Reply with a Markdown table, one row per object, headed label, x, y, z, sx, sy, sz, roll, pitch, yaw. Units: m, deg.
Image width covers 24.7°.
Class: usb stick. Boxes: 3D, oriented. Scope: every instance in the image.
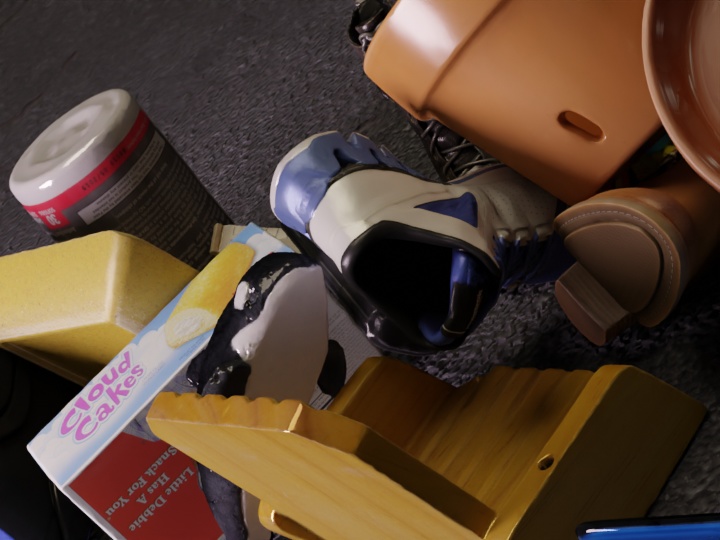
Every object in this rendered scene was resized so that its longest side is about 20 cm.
| label | x | y | z | sx | sy | sz | roll | pitch | yaw |
| --- | --- | --- | --- | --- | --- | --- | --- | --- | --- |
| usb stick | 0.000 | 0.000 | 0.994 | 0.200 | 0.055 | 0.033 | -131 | 48 | -62 |

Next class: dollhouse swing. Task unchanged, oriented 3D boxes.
| label | x | y | z | sx | sy | sz | roll | pitch | yaw |
| --- | --- | --- | --- | --- | --- | --- | --- | --- | --- |
| dollhouse swing | 0.026 | 0.068 | 0.849 | 0.200 | 0.176 | 0.182 | -2 | 43 | 52 |

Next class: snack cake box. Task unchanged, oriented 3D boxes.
| label | x | y | z | sx | sy | sz | roll | pitch | yaw |
| --- | --- | --- | --- | --- | --- | --- | --- | --- | --- |
| snack cake box | -0.091 | 0.085 | 1.024 | 0.200 | 0.115 | 0.067 | -45 | 34 | -9 |

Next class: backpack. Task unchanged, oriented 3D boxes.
| label | x | y | z | sx | sy | sz | roll | pitch | yaw |
| --- | --- | --- | --- | --- | --- | --- | --- | --- | --- |
| backpack | -0.277 | 0.132 | 1.154 | 0.167 | 0.163 | 0.200 | -29 | 28 | 25 |

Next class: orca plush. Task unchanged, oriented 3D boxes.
| label | x | y | z | sx | sy | sz | roll | pitch | yaw |
| --- | --- | --- | --- | --- | --- | --- | --- | --- | --- |
| orca plush | -0.066 | 0.074 | 0.952 | 0.105 | 0.201 | 0.071 | -27 | 41 | -34 |

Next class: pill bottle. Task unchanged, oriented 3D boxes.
| label | x | y | z | sx | sy | sz | roll | pitch | yaw |
| --- | --- | --- | --- | --- | --- | --- | --- | --- | --- |
| pill bottle | -0.153 | -0.024 | 1.202 | 0.110 | 0.200 | 0.111 | -30 | 26 | 16 |

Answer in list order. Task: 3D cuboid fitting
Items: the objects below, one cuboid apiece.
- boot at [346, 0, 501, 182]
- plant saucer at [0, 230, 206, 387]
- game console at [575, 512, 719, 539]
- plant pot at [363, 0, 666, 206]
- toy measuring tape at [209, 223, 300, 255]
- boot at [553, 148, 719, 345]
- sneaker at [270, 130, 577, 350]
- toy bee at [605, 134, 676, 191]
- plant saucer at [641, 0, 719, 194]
| label | x | y | z | sx | sy | sz | roll | pitch | yaw |
| --- | --- | --- | --- | --- | --- | --- | --- | --- | --- |
| boot | 0.051 | -0.093 | 1.080 | 0.069 | 0.174 | 0.200 | -35 | 25 | 6 |
| plant saucer | -0.151 | 0.048 | 1.113 | 0.199 | 0.200 | 0.049 | -10 | 57 | 45 |
| game console | 0.216 | 0.071 | 0.662 | 0.199 | 0.118 | 0.171 | -11 | 37 | 43 |
| plant pot | 0.119 | -0.128 | 0.892 | 0.200 | 0.140 | 0.200 | -42 | -6 | -5 |
| toy measuring tape | -0.011 | -0.011 | 1.129 | 0.199 | 0.074 | 0.074 | 2 | 45 | 38 |
| boot | 0.182 | -0.037 | 0.866 | 0.155 | 0.077 | 0.200 | -40 | -16 | -8 |
| sneaker | 0.054 | -0.004 | 0.890 | 0.081 | 0.199 | 0.115 | -61 | 39 | 28 |
| toy bee | 0.185 | -0.090 | 1.011 | 0.201 | 0.108 | 0.131 | -60 | 30 | 13 |
| plant saucer | 0.233 | -0.111 | 0.770 | 0.199 | 0.032 | 0.201 | -4 | 76 | 16 |
